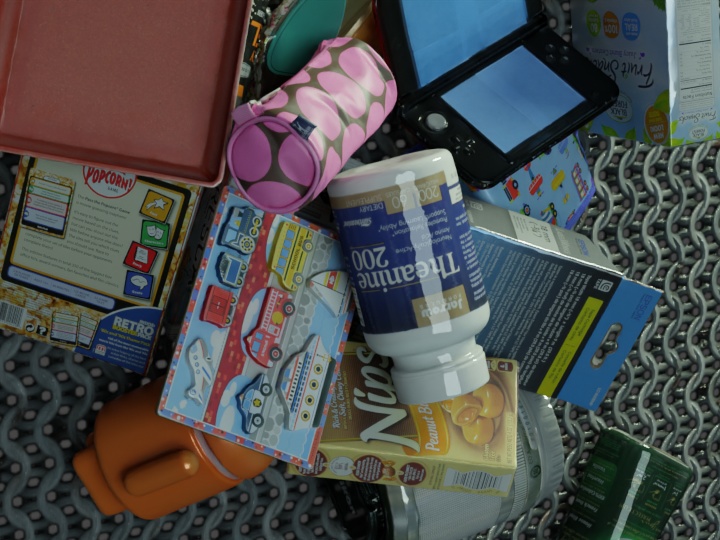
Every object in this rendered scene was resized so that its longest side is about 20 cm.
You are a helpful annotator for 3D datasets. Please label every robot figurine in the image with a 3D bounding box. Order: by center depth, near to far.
[{"bbox_3d":[-0.153,0.145,1.404,0.199,0.117,0.144,-24,156,18],"label":"robot figurine"}]

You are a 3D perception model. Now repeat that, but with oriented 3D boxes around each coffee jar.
[{"bbox_3d":[0.261,0.274,1.670,0.104,0.085,0.201,29,86,-30],"label":"coffee jar"}]

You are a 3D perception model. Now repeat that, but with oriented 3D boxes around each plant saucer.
[{"bbox_3d":[-0.192,-0.177,1.266,0.198,0.037,0.201,10,84,-6],"label":"plant saucer"}]

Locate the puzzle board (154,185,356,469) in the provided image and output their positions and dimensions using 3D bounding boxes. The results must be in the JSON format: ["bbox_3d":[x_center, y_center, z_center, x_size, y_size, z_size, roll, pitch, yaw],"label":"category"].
[{"bbox_3d":[-0.077,0.048,1.336,0.150,0.017,0.201,23,73,-26],"label":"puzzle board"}]

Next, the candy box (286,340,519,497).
[{"bbox_3d":[0.038,0.129,1.411,0.199,0.116,0.055,7,141,-2],"label":"candy box"}]

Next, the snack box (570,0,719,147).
[{"bbox_3d":[0.272,-0.228,1.533,0.067,0.168,0.201,-12,104,-22],"label":"snack box"}]

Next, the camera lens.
[{"bbox_3d":[0.073,0.178,1.519,0.199,0.160,0.161,-17,107,-22],"label":"camera lens"}]

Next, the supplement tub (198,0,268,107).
[{"bbox_3d":[-0.145,-0.211,1.361,0.122,0.122,0.201,13,95,-27],"label":"supplement tub"}]

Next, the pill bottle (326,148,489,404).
[{"bbox_3d":[0.047,0.006,1.349,0.110,0.111,0.201,-18,98,-22],"label":"pill bottle"}]

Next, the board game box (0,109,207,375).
[{"bbox_3d":[-0.222,-0.027,1.335,0.151,0.046,0.201,18,114,-4],"label":"board game box"}]

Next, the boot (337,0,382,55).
[{"bbox_3d":[0.044,-0.214,1.483,0.144,0.071,0.202,40,86,-32],"label":"boot"}]

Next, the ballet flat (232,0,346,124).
[{"bbox_3d":[-0.074,-0.177,1.410,0.075,0.064,0.201,8,112,-40],"label":"ballet flat"}]

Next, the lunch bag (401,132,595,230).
[{"bbox_3d":[0.158,-0.101,1.547,0.200,0.094,0.151,-42,115,-33],"label":"lunch bag"}]

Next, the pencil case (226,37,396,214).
[{"bbox_3d":[-0.038,-0.127,1.310,0.091,0.200,0.094,-34,100,30],"label":"pencil case"}]

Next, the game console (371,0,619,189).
[{"bbox_3d":[0.127,-0.199,1.435,0.200,0.172,0.119,-34,155,-29],"label":"game console"}]

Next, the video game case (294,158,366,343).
[{"bbox_3d":[-0.027,-0.015,1.512,0.199,0.024,0.183,22,90,-28],"label":"video game case"}]

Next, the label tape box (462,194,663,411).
[{"bbox_3d":[0.152,0.032,1.460,0.199,0.063,0.145,17,118,-16],"label":"label tape box"}]

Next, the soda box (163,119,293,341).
[{"bbox_3d":[-0.110,-0.030,1.396,0.068,0.064,0.201,16,109,-21],"label":"soda box"}]

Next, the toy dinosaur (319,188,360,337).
[{"bbox_3d":[0.000,0.000,1.480,0.199,0.102,0.137,-21,125,-42],"label":"toy dinosaur"}]
